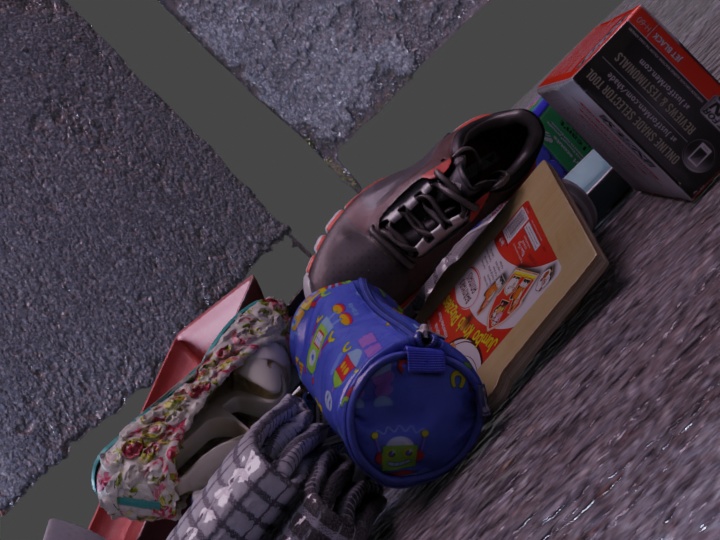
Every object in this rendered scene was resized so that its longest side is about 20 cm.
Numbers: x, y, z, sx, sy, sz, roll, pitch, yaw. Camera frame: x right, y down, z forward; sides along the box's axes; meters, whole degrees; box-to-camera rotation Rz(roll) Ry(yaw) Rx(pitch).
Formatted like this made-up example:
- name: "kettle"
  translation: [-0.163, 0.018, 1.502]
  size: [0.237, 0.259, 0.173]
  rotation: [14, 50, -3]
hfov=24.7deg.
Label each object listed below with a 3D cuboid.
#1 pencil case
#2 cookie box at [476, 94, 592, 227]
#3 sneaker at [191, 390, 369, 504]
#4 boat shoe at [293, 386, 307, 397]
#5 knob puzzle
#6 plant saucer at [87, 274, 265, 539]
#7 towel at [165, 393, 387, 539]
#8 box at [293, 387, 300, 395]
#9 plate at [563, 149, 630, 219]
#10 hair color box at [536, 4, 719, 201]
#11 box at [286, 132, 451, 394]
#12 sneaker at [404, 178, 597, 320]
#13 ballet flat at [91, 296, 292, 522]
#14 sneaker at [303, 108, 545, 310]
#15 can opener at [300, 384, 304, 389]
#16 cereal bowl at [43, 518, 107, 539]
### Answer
- name: "pencil case"
  translation: [0.011, 0.058, 0.949]
  size: [0.200, 0.078, 0.087]
  rotation: [-140, 64, -74]
- name: "cookie box"
  translation: [0.147, -0.088, 1.474]
  size: [0.171, 0.075, 0.200]
  rotation: [-43, 5, 35]
- name: "sneaker"
  translation: [-0.029, 0.108, 1.076]
  size: [0.200, 0.077, 0.076]
  rotation: [-51, 20, -18]
- name: "boat shoe"
  translation: [-0.064, 0.152, 1.168]
  size: [0.200, 0.073, 0.063]
  rotation: [-47, 6, -13]
- name: "knob puzzle"
  translation: [0.073, 0.043, 1.001]
  size: [0.220, 0.030, 0.220]
  rotation: [-49, 17, 21]
- name: "plant saucer"
  translation: [-0.128, 0.118, 1.160]
  size: [0.200, 0.037, 0.201]
  rotation: [-34, 32, 64]
- name: "towel"
  translation: [-0.064, 0.165, 0.883]
  size: [0.166, 0.085, 0.200]
  rotation: [-53, -3, 5]
- name: "box"
  translation: [-0.059, 0.148, 1.437]
  size: [0.193, 0.048, 0.200]
  rotation: [-44, 4, 0]
- name: "plate"
  translation: [0.164, -0.053, 1.225]
  size: [0.200, 0.026, 0.200]
  rotation: [-45, 2, 2]
- name: "hair color box"
  translation: [0.171, -0.101, 1.014]
  size: [0.061, 0.101, 0.200]
  rotation: [-45, 4, 4]
- name: "box"
  translation: [0.000, 0.000, 1.219]
  size: [0.161, 0.049, 0.200]
  rotation: [-52, -3, 40]
- name: "sneaker"
  translation: [0.071, 0.014, 1.120]
  size: [0.200, 0.075, 0.082]
  rotation: [-45, 2, 24]
- name: "ballet flat"
  translation: [-0.084, 0.090, 1.010]
  size: [0.200, 0.064, 0.076]
  rotation: [-47, -38, -41]
- name: "sneaker"
  translation: [0.042, -0.042, 1.061]
  size: [0.200, 0.077, 0.082]
  rotation: [-45, 0, -17]
- name: "can opener"
  translation: [-0.027, 0.085, 1.307]
  size: [0.078, 0.064, 0.200]
  rotation: [-5, 18, -19]
- name: "cereal bowl"
  translation: [-0.178, 0.254, 0.982]
  size: [0.200, 0.083, 0.201]
  rotation: [-161, 90, -83]
